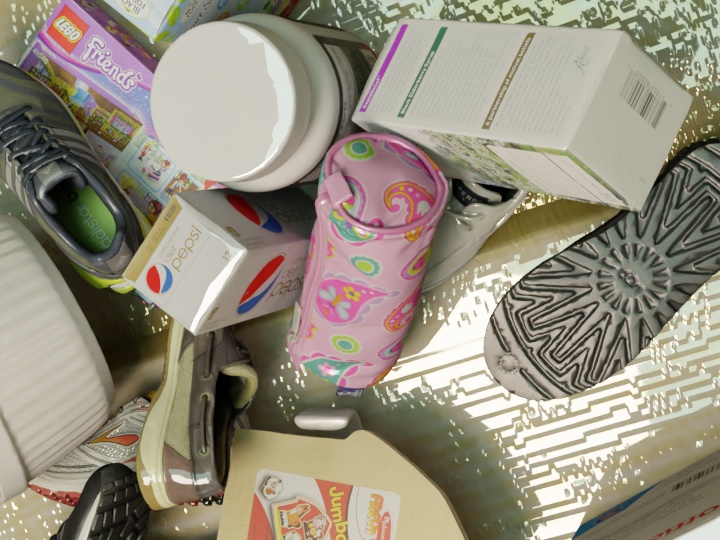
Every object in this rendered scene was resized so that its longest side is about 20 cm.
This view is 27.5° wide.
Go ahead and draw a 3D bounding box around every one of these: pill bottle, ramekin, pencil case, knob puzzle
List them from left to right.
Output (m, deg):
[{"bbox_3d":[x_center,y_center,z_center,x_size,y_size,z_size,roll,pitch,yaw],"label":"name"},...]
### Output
[{"bbox_3d":[-0.260,0.054,1.054,0.105,0.200,0.201,-30,86,-21],"label":"ramekin"},{"bbox_3d":[-0.057,-0.110,0.971,0.113,0.200,0.115,2,96,16],"label":"pill bottle"},{"bbox_3d":[-0.005,0.209,1.002,0.218,0.030,0.222,-3,81,20],"label":"knob puzzle"},{"bbox_3d":[0.000,0.000,0.968,0.087,0.088,0.201,32,146,11],"label":"pencil case"}]

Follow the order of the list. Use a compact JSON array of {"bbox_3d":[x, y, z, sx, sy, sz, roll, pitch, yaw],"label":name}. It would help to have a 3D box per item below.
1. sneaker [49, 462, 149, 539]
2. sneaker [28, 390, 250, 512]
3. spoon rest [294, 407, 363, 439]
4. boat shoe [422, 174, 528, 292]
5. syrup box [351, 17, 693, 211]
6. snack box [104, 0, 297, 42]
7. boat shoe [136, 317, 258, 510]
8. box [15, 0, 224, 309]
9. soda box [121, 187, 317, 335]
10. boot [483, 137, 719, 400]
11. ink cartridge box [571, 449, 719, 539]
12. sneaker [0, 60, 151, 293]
[{"bbox_3d":[-0.216,0.217,1.042,0.087,0.076,0.201,26,112,23],"label":"sneaker"},{"bbox_3d":[-0.166,0.137,1.107,0.199,0.078,0.083,-9,67,21],"label":"sneaker"},{"bbox_3d":[-0.009,0.188,1.073,0.099,0.061,0.202,0,109,18],"label":"spoon rest"},{"bbox_3d":[0.079,-0.058,1.004,0.200,0.066,0.072,-43,89,18],"label":"boat shoe"},{"bbox_3d":[0.093,-0.100,0.900,0.199,0.079,0.082,17,77,51],"label":"syrup box"},{"bbox_3d":[-0.144,-0.224,0.986,0.168,0.200,0.068,39,104,10],"label":"snack box"},{"bbox_3d":[-0.103,0.078,1.028,0.065,0.202,0.072,-1,137,13],"label":"boat shoe"},{"bbox_3d":[-0.180,-0.089,1.095,0.200,0.039,0.137,43,106,8],"label":"box"},{"bbox_3d":[-0.077,-0.013,0.987,0.064,0.200,0.068,37,105,11],"label":"soda box"},{"bbox_3d":[0.174,-0.003,0.935,0.211,0.158,0.080,-38,88,10],"label":"boot"},{"bbox_3d":[0.202,0.189,0.927,0.145,0.200,0.085,-31,87,17],"label":"ink cartridge box"},{"bbox_3d":[-0.216,-0.074,1.029,0.074,0.081,0.200,-43,86,-7],"label":"sneaker"}]
